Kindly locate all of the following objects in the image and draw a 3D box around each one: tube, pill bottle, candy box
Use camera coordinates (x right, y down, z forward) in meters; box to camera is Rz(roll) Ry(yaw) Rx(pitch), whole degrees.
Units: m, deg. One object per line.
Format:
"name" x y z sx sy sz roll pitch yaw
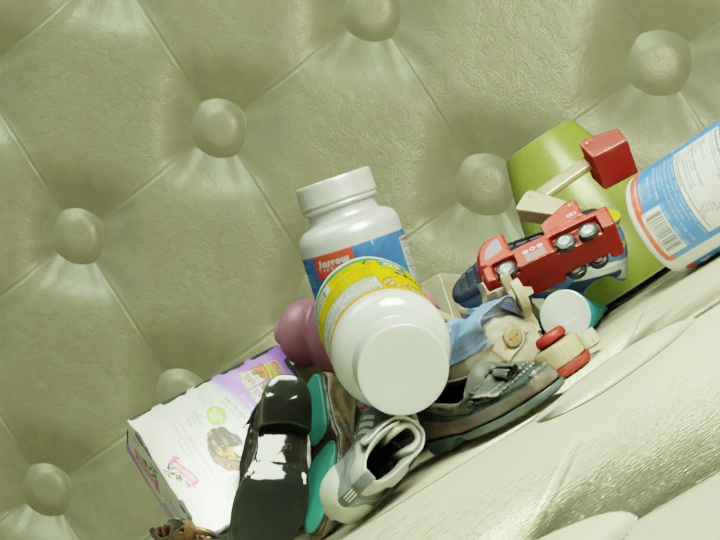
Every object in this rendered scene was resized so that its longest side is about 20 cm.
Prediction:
"tube" 0.221 0.053 1.500 0.077 0.051 0.200 -28 -10 9
"pill bottle" 0.000 0.000 1.507 0.111 0.202 0.112 -19 3 1
"pill bottle" 0.369 -0.092 1.411 0.199 0.113 0.112 -34 -2 34
"pill bottle" 0.022 0.062 1.339 0.112 0.113 0.200 -34 16 0
"candy box" -0.132 0.201 1.571 0.199 0.168 0.072 -25 -27 -25

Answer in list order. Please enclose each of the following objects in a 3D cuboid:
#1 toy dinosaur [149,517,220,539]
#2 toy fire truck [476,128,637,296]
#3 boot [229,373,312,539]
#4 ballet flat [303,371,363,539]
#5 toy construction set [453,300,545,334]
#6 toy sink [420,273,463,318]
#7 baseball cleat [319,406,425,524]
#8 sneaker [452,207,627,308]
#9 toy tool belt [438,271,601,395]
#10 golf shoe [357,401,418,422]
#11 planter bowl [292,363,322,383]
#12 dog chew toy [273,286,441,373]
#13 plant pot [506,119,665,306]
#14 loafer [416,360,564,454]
"toy dinosaur" -0.155 0.287 1.366 0.134 0.087 0.200 -23 -15 18
"toy fire truck" 0.203 -0.053 1.474 0.198 0.049 0.142 -25 40 5
"boot" -0.094 0.203 1.429 0.174 0.068 0.202 126 158 -68
"ballet flat" -0.017 0.182 1.401 0.068 0.067 0.201 -50 27 37
"toy construction set" 0.133 0.086 1.582 0.131 0.092 0.200 -42 10 38
"toy sink" 0.087 0.097 1.823 0.199 0.113 0.130 -32 -23 36
"baseball cleat" 0.031 0.162 1.321 0.106 0.070 0.200 -44 5 28
"sneaker" 0.195 0.006 1.529 0.198 0.083 0.074 -21 21 11
"toy tool belt" 0.128 0.064 1.376 0.124 0.124 0.200 -33 -2 -30
"golf shoe" -0.012 0.185 1.504 0.199 0.092 0.075 -35 0 -6
"planter bowl" -0.082 0.209 1.758 0.199 0.135 0.200 -37 -7 -5
"dog chew toy" -0.006 0.072 1.654 0.198 0.126 0.124 0 12 21
"plant pot" 0.260 -0.067 1.671 0.186 0.201 0.187 -32 -3 -2
"loafer" 0.104 0.113 1.282 0.072 0.063 0.200 -31 -4 -34
